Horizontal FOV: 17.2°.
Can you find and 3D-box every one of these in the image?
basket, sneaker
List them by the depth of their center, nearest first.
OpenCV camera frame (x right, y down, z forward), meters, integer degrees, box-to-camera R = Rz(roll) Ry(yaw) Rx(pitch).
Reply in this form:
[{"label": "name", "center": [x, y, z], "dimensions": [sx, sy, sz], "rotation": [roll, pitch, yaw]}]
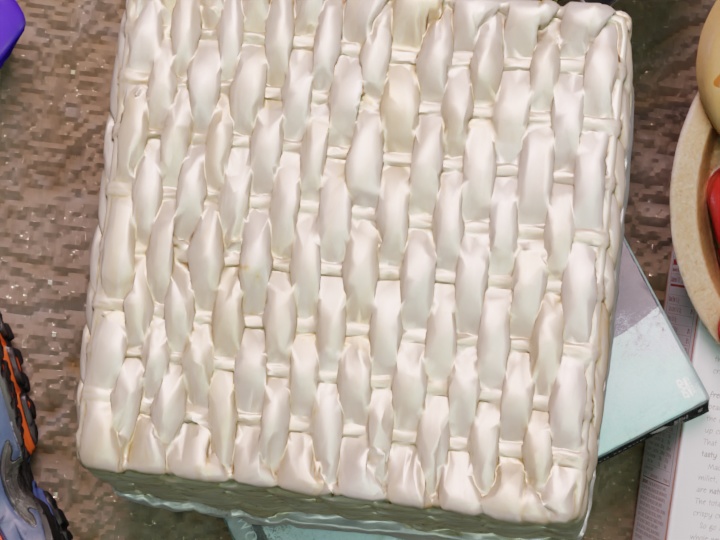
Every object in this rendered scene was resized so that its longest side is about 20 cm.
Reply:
[{"label": "basket", "center": [0.000, 0.000, 0.895], "dimensions": [0.197, 0.161, 0.201], "rotation": [6, 85, 5]}, {"label": "sneaker", "center": [-0.160, 0.108, 0.963], "dimensions": [0.078, 0.075, 0.201], "rotation": [-16, 86, 1]}]

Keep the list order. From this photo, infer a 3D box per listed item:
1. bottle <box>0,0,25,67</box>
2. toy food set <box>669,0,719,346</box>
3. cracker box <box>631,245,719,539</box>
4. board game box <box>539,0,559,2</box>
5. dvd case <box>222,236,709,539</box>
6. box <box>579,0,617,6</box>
[{"label": "bottle", "center": [-0.232, -0.126, 0.936], "dimensions": [0.200, 0.065, 0.084], "rotation": [36, 69, -8]}, {"label": "toy food set", "center": [0.222, -0.032, 0.943], "dimensions": [0.197, 0.049, 0.201], "rotation": [6, 104, -6]}, {"label": "cracker box", "center": [0.191, 0.084, 1.015], "dimensions": [0.133, 0.058, 0.201], "rotation": [8, 91, -10]}, {"label": "board game box", "center": [-0.016, -0.148, 0.994], "dimensions": [0.200, 0.023, 0.105], "rotation": [40, 88, -8]}, {"label": "dvd case", "center": [0.023, 0.037, 0.978], "dimensions": [0.200, 0.022, 0.146], "rotation": [-27, 81, 2]}, {"label": "box", "center": [0.058, -0.205, 0.951], "dimensions": [0.060, 0.117, 0.200], "rotation": [-36, 99, 15]}]
